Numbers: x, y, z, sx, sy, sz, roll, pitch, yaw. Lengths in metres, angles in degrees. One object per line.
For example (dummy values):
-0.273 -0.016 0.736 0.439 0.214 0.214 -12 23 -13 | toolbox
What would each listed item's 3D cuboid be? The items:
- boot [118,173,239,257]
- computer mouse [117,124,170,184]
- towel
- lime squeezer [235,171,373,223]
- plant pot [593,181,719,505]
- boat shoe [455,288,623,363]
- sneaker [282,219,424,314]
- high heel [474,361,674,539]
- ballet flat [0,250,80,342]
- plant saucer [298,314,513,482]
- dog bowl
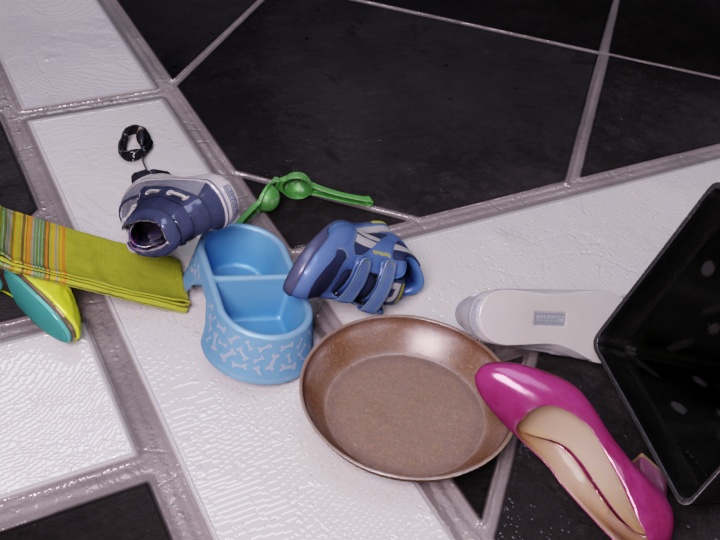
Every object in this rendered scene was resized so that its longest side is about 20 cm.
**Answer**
-0.213 -0.053 0.948 0.090 0.074 0.199 -32 17 -38 | boot
-0.250 -0.125 1.116 0.058 0.034 0.201 -12 42 -20 | computer mouse
-0.262 -0.012 0.921 0.198 0.018 0.087 17 33 -31 | towel
-0.087 -0.075 1.087 0.198 0.038 0.071 -18 76 -29 | lime squeezer
0.360 0.076 0.827 0.175 0.201 0.201 14 34 -25 | plant pot
0.186 0.053 0.931 0.197 0.073 0.068 1 3 -23 | boat shoe
0.000 0.000 0.929 0.082 0.074 0.199 45 27 17 | sneaker
0.173 0.153 0.768 0.199 0.068 0.096 32 32 1 | high heel
-0.329 0.000 0.922 0.198 0.067 0.067 25 52 25 | ballet flat
0.042 0.119 0.853 0.197 0.037 0.202 4 38 -3 | plant saucer
-0.108 0.024 0.927 0.110 0.050 0.201 -1 38 -23 | dog bowl
